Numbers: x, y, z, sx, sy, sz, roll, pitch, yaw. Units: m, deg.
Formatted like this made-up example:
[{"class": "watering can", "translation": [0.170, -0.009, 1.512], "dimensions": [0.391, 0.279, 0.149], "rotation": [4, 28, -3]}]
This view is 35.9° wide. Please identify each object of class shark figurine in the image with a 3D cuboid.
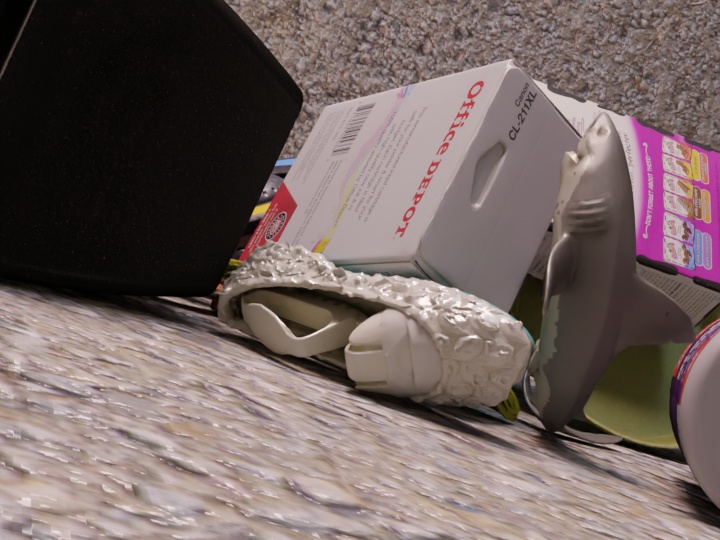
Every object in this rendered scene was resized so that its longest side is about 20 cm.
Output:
[{"class": "shark figurine", "translation": [0.136, 0.039, 0.612], "dimensions": [0.088, 0.217, 0.129], "rotation": [9, 33, 10]}]

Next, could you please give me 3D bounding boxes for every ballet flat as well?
[{"class": "ballet flat", "translation": [-0.003, 0.037, 0.606], "dimensions": [0.198, 0.073, 0.071], "rotation": [16, 0, 38]}]

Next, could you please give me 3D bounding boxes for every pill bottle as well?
[{"class": "pill bottle", "translation": [0.224, 0.075, 0.599], "dimensions": [0.110, 0.113, 0.200], "rotation": [17, 1, 13]}]

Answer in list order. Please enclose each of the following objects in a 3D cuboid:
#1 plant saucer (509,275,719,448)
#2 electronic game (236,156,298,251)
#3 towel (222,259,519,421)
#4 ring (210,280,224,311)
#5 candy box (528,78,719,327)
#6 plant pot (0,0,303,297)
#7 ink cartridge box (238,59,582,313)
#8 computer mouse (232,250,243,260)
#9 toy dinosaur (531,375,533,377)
[{"class": "plant saucer", "translation": [0.191, 0.045, 0.813], "dimensions": [0.197, 0.202, 0.031], "rotation": [17, -39, -11]}, {"class": "electronic game", "translation": [-0.095, -0.056, 0.874], "dimensions": [0.197, 0.042, 0.200], "rotation": [-11, 18, 4]}, {"class": "towel", "translation": [0.003, 0.043, 0.691], "dimensions": [0.198, 0.018, 0.086], "rotation": [17, -25, 36]}, {"class": "ring", "translation": [-0.155, 0.000, 0.809], "dimensions": [0.198, 0.019, 0.200], "rotation": [17, 1, 0]}, {"class": "candy box", "translation": [0.170, -0.053, 0.815], "dimensions": [0.198, 0.138, 0.061], "rotation": [20, -37, -9]}, {"class": "plant pot", "translation": [-0.155, -0.091, 0.658], "dimensions": [0.176, 0.202, 0.199], "rotation": [25, 2, -35]}, {"class": "ink cartridge box", "translation": [0.027, -0.039, 0.714], "dimensions": [0.083, 0.147, 0.199], "rotation": [40, -23, -28]}, {"class": "computer mouse", "translation": [-0.130, -0.015, 1.049], "dimensions": [0.197, 0.053, 0.138], "rotation": [17, 0, -7]}, {"class": "toy dinosaur", "translation": [0.188, 0.040, 0.895], "dimensions": [0.136, 0.199, 0.086], "rotation": [54, -30, -1]}]
